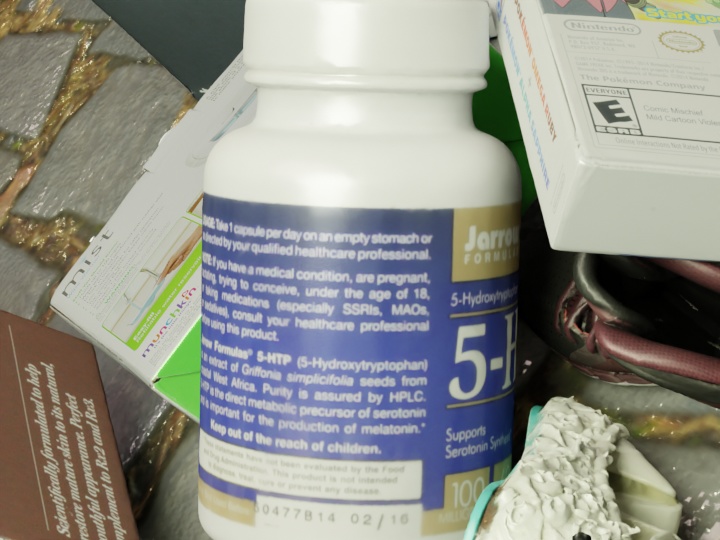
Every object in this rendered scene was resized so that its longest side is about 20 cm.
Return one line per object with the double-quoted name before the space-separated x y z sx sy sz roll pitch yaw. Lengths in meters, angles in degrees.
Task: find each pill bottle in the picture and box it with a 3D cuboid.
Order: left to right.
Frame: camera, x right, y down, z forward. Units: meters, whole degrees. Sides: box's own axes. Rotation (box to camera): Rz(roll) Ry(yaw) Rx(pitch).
"pill bottle" 0.000 0.000 0.681 0.120 0.119 0.201 10 102 49

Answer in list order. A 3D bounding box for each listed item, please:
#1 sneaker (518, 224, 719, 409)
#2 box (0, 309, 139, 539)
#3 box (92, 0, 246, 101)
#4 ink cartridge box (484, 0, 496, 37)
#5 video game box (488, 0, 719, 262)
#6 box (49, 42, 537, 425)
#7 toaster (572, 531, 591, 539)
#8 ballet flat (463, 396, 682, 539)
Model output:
"sneaker" 0.101 0.004 0.673 0.200 0.115 0.076 19 89 51
"box" -0.224 0.128 0.814 0.200 0.164 0.166 -52 35 22
"box" -0.066 -0.218 1.026 0.107 0.148 0.200 -9 51 41
"ink cartridge box" 0.097 -0.211 0.946 0.197 0.047 0.200 -13 47 39
"video game box" 0.150 -0.075 0.660 0.182 0.199 0.047 -97 16 -44
"box" -0.029 -0.023 0.828 0.200 0.097 0.176 -53 24 -7
"toaster" 0.054 0.172 0.527 0.200 0.181 0.119 -24 48 27
"ballet flat" 0.077 0.090 0.629 0.072 0.072 0.200 -37 -2 14
